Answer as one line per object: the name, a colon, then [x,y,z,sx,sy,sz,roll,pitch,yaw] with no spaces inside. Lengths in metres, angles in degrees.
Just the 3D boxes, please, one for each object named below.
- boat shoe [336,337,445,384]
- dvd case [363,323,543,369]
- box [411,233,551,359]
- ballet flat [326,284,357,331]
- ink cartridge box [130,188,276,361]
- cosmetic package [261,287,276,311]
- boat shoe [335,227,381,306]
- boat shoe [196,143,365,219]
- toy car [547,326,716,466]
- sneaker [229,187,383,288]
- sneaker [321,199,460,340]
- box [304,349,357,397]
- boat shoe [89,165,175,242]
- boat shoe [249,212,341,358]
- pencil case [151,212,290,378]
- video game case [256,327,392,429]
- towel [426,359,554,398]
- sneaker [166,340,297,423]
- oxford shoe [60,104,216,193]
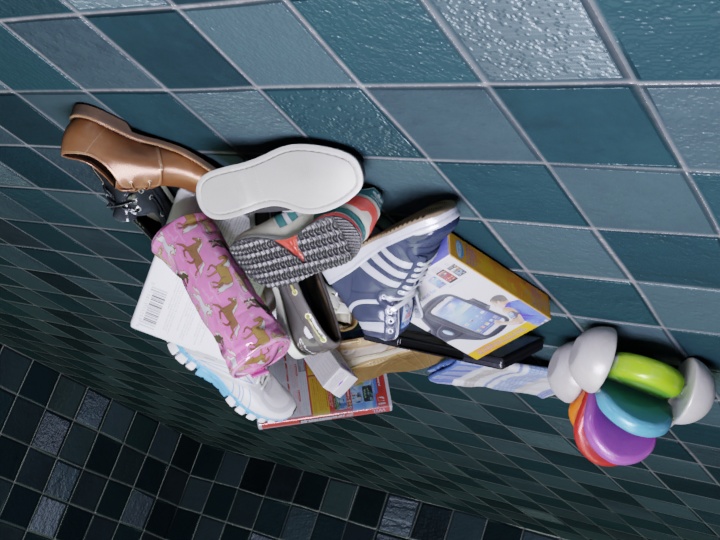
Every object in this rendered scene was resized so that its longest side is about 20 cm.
boat shoe: [0.042,0.110,1.540,0.200,0.069,0.074,-14,149,11]
dvd case: [0.124,0.091,1.394,0.200,0.018,0.143,11,-168,29]
box: [0.111,0.028,1.220,0.200,0.042,0.119,28,134,-33]
ballet flat: [-0.049,0.045,1.498,0.063,0.069,0.200,5,168,16]
ink cartridge box: [-0.173,0.010,1.318,0.173,0.200,0.044,22,-160,-7]
cosmetic package: [-0.160,0.014,1.419,0.071,0.105,0.200,-21,-170,-38]
boat shoe: [-0.003,0.000,1.258,0.075,0.086,0.202,3,154,41]
boat shoe: [-0.077,-0.092,1.104,0.200,0.074,0.060,-11,-171,30]
toy car: [0.322,0.167,1.305,0.175,0.150,0.200,21,163,-3]
sneaker: [-0.055,-0.042,1.154,0.200,0.093,0.070,-15,116,44]
sneaker: [0.051,0.005,1.122,0.200,0.070,0.109,-28,92,45]
box: [-0.066,0.112,1.548,0.039,0.041,0.200,37,-174,-36]
boat shoe: [-0.286,-0.086,1.338,0.074,0.066,0.199,13,161,21]
boat shoe: [-0.074,0.000,1.232,0.060,0.202,0.072,-15,-176,27]
pencil case: [-0.160,0.029,1.216,0.200,0.083,0.087,55,-172,17]
video game case: [-0.061,0.159,1.588,0.200,0.143,0.017,-8,145,-3]
towel: [0.209,0.155,1.530,0.200,0.024,0.147,10,164,-13]
sneaker: [-0.158,0.124,1.400,0.200,0.075,0.087,38,122,-12]
oxford shoe: [-0.244,-0.115,1.206,0.200,0.071,0.071,22,161,-12]
